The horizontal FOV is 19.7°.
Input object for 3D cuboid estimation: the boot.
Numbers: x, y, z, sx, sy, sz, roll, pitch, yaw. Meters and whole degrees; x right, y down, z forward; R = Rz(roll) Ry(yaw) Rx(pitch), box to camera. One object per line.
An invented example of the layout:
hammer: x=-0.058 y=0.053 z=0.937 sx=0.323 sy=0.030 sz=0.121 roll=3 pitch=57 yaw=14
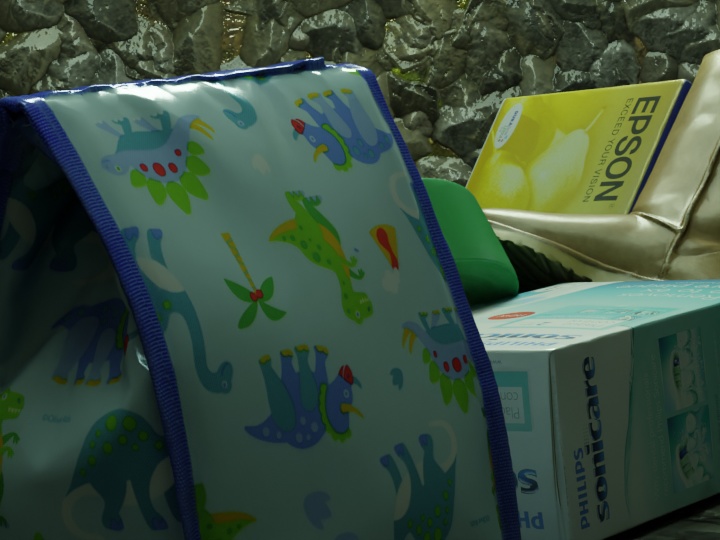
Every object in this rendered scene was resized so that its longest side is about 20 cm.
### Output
boot: x=0.158 y=-0.045 z=1.094 sx=0.175 sy=0.066 sz=0.200 roll=21 pitch=53 yaw=16

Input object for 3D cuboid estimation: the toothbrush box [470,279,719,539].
toothbrush box: x=0.089 y=0.058 z=0.908 sx=0.146 sy=0.085 sz=0.200 roll=-2 pitch=8 yaw=44

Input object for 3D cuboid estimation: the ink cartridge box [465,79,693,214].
ink cartridge box: x=0.128 y=-0.018 z=1.183 sx=0.047 sy=0.198 sz=0.200 roll=40 pitch=-27 yaw=-31

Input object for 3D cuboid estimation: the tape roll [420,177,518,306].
tape roll: x=-0.023 y=0.030 z=0.993 sx=0.200 sy=0.048 sz=0.200 roll=-23 pitch=-20 yaw=-9

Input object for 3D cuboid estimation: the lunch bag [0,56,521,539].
lunch bag: x=-0.045 y=0.034 z=0.687 sx=0.127 sy=0.200 sz=0.170 roll=-1 pitch=8 yaw=37
